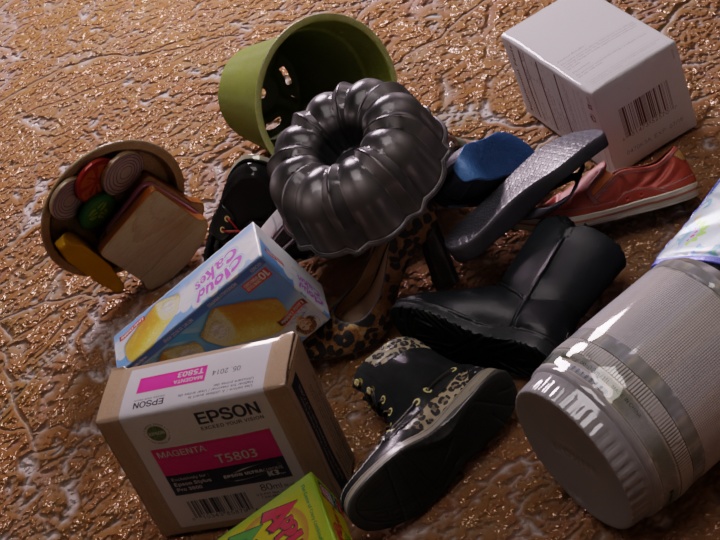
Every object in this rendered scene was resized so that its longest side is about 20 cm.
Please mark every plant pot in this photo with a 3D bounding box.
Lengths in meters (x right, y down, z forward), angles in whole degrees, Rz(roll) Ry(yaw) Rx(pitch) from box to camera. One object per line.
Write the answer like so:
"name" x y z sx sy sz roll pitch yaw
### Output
"plant pot" -0.084 -0.215 1.922 0.200 0.201 0.189 -40 25 -20

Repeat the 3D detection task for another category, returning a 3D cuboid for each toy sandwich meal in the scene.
"toy sandwich meal" -0.274 -0.057 1.806 0.204 0.206 0.070 -34 49 -12

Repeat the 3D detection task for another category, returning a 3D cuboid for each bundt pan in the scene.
"bundt pan" -0.012 -0.116 1.578 0.200 0.076 0.204 -20 45 21

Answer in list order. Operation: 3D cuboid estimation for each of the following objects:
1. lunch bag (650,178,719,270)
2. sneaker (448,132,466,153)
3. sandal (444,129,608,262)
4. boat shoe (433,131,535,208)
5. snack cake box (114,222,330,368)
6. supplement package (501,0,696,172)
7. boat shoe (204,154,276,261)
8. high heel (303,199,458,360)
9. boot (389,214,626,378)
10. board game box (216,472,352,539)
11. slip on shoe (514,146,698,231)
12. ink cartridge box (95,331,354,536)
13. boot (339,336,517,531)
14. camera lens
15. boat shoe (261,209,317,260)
"lunch bag" 0.390 -0.020 1.418 0.199 0.128 0.170 25 58 36
"sneaker" 0.076 -0.128 1.690 0.074 0.071 0.200 3 17 6
"sandal" 0.172 -0.074 1.584 0.200 0.043 0.076 -39 20 -3
"boat shoe" 0.133 -0.105 1.669 0.069 0.199 0.085 -45 67 27
"snack cake box" -0.143 0.060 1.597 0.199 0.115 0.067 -39 33 13
"supplement package" 0.266 -0.216 1.747 0.116 0.118 0.200 -31 36 -8
"boat shoe" -0.127 -0.051 1.719 0.073 0.202 0.064 22 54 -3
"high heel" 0.000 0.000 1.609 0.199 0.143 0.071 -32 37 -10
"boot" 0.149 0.018 1.553 0.198 0.077 0.169 12 51 34
"board game box" -0.099 0.277 1.362 0.199 0.048 0.102 -37 35 7
"slip on shoe" 0.249 -0.081 1.616 0.197 0.062 0.074 -15 5 8
"ink cartridge box" -0.125 0.158 1.465 0.198 0.166 0.076 -12 36 18
"boot" 0.033 0.149 1.469 0.203 0.074 0.153 -40 33 -19
"camera lens" 0.251 0.100 1.318 0.199 0.161 0.160 -37 37 -17
"boat shoe" -0.051 -0.046 1.675 0.068 0.072 0.200 39 65 12
